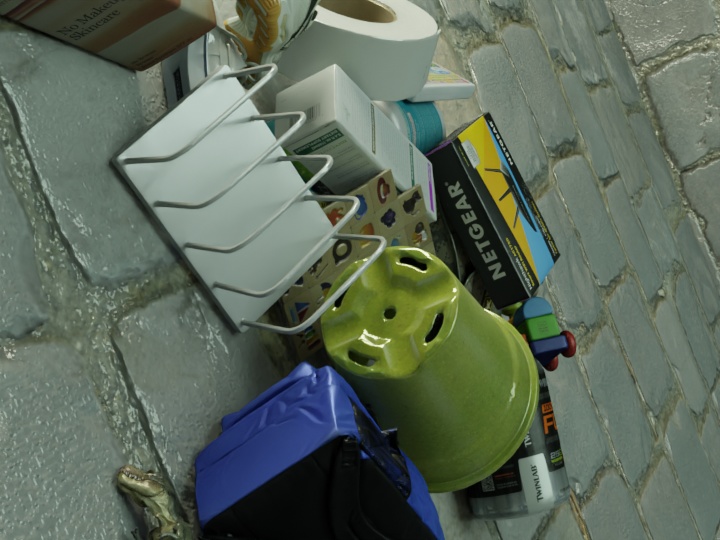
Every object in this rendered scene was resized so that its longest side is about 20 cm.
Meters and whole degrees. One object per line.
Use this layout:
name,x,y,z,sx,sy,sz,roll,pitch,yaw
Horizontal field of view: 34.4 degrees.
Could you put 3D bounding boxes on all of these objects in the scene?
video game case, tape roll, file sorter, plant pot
video game case,0.033,-0.261,1.445,0.181,0.024,0.199,32,20,17
tape roll,-0.017,-0.258,1.271,0.203,0.200,0.072,-47,157,-61
file sorter,-0.089,-0.060,1.020,0.139,0.124,0.201,-44,116,-22
plant pot,0.053,0.079,1.086,0.185,0.197,0.203,57,25,-54

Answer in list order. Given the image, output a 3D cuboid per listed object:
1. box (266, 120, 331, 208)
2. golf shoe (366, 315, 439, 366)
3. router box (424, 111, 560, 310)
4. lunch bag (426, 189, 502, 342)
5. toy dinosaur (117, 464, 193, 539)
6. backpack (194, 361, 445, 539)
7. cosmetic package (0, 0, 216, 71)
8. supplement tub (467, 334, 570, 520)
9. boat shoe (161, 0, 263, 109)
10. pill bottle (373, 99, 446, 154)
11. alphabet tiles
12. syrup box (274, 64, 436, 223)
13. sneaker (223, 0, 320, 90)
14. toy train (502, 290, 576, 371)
box,-0.048,-0.062,1.240,0.082,0.049,0.203,5,67,-61
golf shoe,0.042,0.059,1.275,0.078,0.093,0.203,38,41,-46
router box,0.157,-0.073,1.376,0.202,0.051,0.149,61,30,-8
lunch bag,0.106,-0.005,1.416,0.163,0.116,0.203,-13,84,-62
toy dinosaur,-0.138,0.243,0.862,0.203,0.047,0.088,70,20,-4
backpack,-0.021,0.191,0.985,0.201,0.161,0.169,51,16,-28
cosmetic package,-0.225,-0.252,0.989,0.199,0.102,0.089,13,58,-57
supplement tub,0.171,0.184,1.377,0.122,0.121,0.203,-4,80,-62
boat shoe,-0.137,-0.192,1.114,0.085,0.074,0.205,5,67,-36
pill bottle,0.036,-0.163,1.403,0.199,0.110,0.112,-19,88,-63
alphabet tiles,0.000,0.000,1.184,0.199,0.006,0.169,-33,122,-30
syrup box,-0.002,-0.117,1.222,0.200,0.078,0.082,41,37,-44
sneaker,-0.083,-0.242,1.154,0.087,0.200,0.076,-35,95,-20
toy train,0.206,0.083,1.527,0.200,0.083,0.117,117,-39,-69
